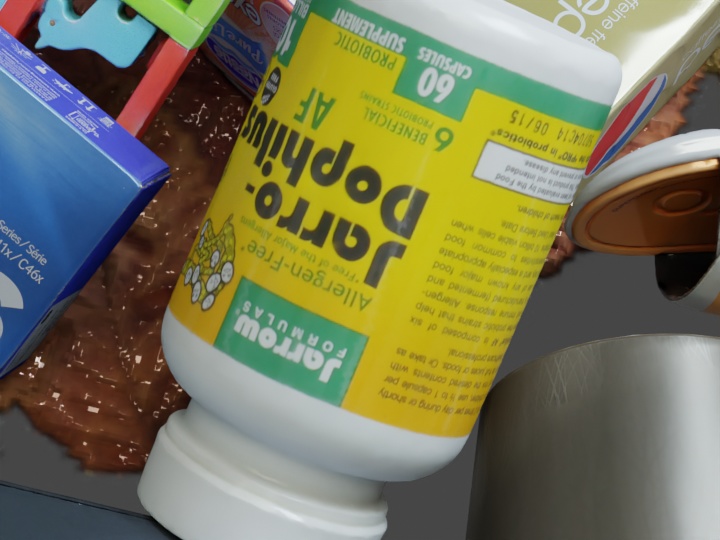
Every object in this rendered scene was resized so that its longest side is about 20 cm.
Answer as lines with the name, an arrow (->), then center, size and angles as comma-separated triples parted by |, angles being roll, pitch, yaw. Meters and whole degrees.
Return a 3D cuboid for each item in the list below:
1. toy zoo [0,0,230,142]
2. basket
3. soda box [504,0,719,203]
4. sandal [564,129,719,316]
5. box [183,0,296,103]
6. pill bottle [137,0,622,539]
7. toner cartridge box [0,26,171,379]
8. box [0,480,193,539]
toy zoo -> -0.139, -0.073, 0.912 | 0.131, 0.020, 0.200 | 35, 104, 2
basket -> 0.099, 0.134, 0.841 | 0.180, 0.136, 0.200 | 3, 62, -12
soda box -> 0.098, -0.096, 0.975 | 0.064, 0.068, 0.200 | 40, 69, 13
sandal -> 0.179, -0.008, 0.938 | 0.206, 0.079, 0.059 | 2, 63, -7
box -> 0.022, -0.151, 0.978 | 0.200, 0.095, 0.103 | -40, 75, -20
pill bottle -> 0.000, 0.000, 0.864 | 0.113, 0.113, 0.200 | 25, 99, 6
toner cartridge box -> -0.173, -0.060, 0.887 | 0.200, 0.043, 0.095 | 39, 103, 1
box -> -0.056, 0.133, 0.770 | 0.160, 0.200, 0.044 | 18, 104, -32
